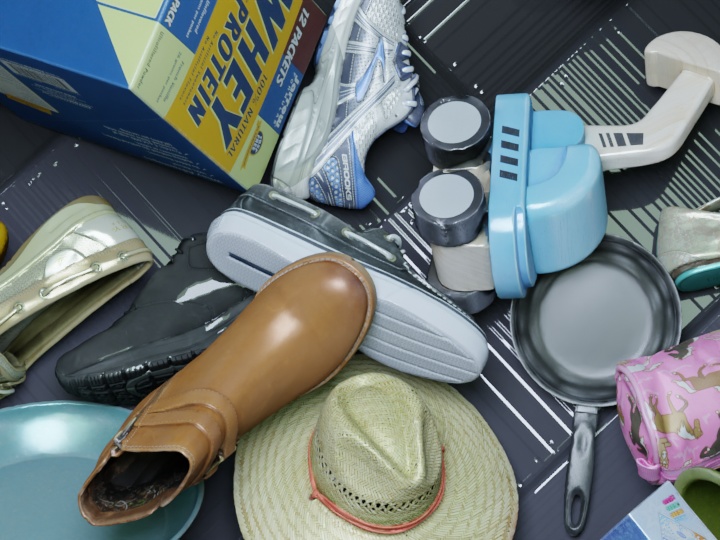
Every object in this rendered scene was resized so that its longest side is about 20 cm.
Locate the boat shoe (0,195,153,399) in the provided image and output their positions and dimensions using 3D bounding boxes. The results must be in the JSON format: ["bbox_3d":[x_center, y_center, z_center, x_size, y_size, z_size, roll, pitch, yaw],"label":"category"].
[{"bbox_3d":[-0.225,0.040,1.506,0.201,0.073,0.063,-43,65,-3],"label":"boat shoe"}]

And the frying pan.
[{"bbox_3d":[0.167,0.069,1.509,0.114,0.031,0.191,-16,89,5],"label":"frying pan"}]

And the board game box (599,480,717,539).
[{"bbox_3d":[0.200,0.252,1.388,0.043,0.200,0.199,-32,76,-30],"label":"board game box"}]

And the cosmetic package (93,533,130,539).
[{"bbox_3d":[-0.086,0.246,1.437,0.198,0.113,0.082,8,123,4],"label":"cosmetic package"}]

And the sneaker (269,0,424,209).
[{"bbox_3d":[0.008,-0.133,1.546,0.085,0.077,0.201,21,88,-3],"label":"sneaker"}]

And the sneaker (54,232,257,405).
[{"bbox_3d":[-0.115,0.025,1.519,0.199,0.076,0.091,-22,72,-11],"label":"sneaker"}]

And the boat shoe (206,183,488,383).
[{"bbox_3d":[0.000,0.000,1.462,0.199,0.072,0.071,29,55,4],"label":"boat shoe"}]

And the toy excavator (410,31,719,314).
[{"bbox_3d":[0.142,-0.070,1.492,0.198,0.100,0.195,0,52,10],"label":"toy excavator"}]

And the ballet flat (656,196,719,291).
[{"bbox_3d":[0.295,-0.032,1.508,0.198,0.068,0.063,-7,69,1],"label":"ballet flat"}]

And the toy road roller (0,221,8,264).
[{"bbox_3d":[-0.323,-0.008,1.507,0.145,0.123,0.201,30,81,-3],"label":"toy road roller"}]

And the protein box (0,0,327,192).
[{"bbox_3d":[-0.162,-0.166,1.464,0.197,0.200,0.136,18,81,24],"label":"protein box"}]

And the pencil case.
[{"bbox_3d":[0.262,0.077,1.468,0.199,0.087,0.083,-14,112,-7],"label":"pencil case"}]

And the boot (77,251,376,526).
[{"bbox_3d":[-0.085,0.075,1.389,0.199,0.155,0.077,-32,95,25],"label":"boot"}]

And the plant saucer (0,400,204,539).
[{"bbox_3d":[-0.199,0.154,1.458,0.198,0.200,0.036,3,121,3],"label":"plant saucer"}]

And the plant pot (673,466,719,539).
[{"bbox_3d":[0.326,0.179,1.415,0.189,0.200,0.201,-23,78,-14],"label":"plant pot"}]

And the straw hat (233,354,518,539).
[{"bbox_3d":[0.011,0.116,1.442,0.199,0.085,0.202,3,54,-4],"label":"straw hat"}]
